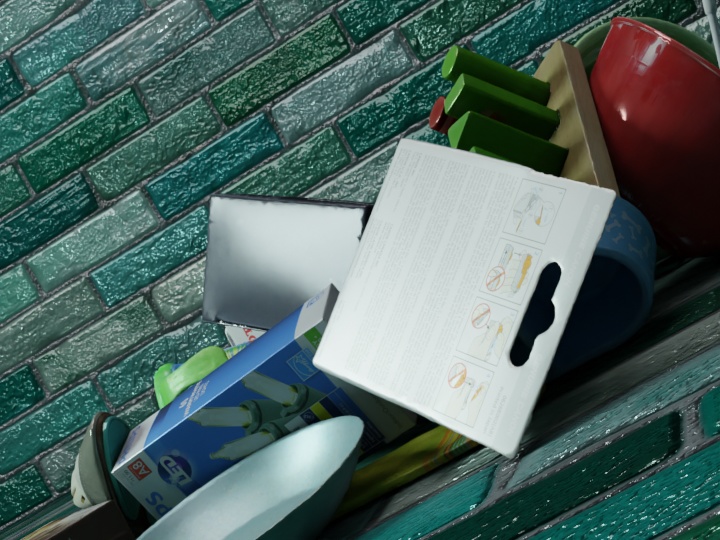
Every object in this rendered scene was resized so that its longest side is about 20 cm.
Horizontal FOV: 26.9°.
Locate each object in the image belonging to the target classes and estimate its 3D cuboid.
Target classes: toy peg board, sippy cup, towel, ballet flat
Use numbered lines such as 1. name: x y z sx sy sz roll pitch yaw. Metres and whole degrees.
1. toy peg board: 0.081 -0.050 1.090 0.200 0.097 0.201 -58 21 34
2. sippy cup: -0.117 0.132 1.491 0.129 0.141 0.178 -27 4 5
3. towel: 0.027 0.123 0.974 0.199 0.018 0.086 -30 0 18
4. ballet flat: -0.186 0.172 1.144 0.063 0.068 0.201 -7 -34 11

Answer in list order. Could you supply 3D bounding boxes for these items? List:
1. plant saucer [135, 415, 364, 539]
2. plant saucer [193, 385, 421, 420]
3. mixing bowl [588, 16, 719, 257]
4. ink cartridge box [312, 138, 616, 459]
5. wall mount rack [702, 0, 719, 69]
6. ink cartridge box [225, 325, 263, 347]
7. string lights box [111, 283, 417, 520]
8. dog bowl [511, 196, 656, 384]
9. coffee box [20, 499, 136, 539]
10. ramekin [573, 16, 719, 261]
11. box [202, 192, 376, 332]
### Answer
1. plant saucer: -0.073 0.163 0.937 0.200 0.039 0.201 -31 8 5
2. plant saucer: -0.031 0.106 1.167 0.198 0.036 0.200 -2 -11 0
3. mixing bowl: 0.230 -0.081 1.105 0.109 0.200 0.200 -51 0 3
4. ink cartridge box: 0.068 0.013 0.910 0.050 0.164 0.199 23 -2 -40
5. wall mount rack: 0.313 -0.138 1.131 0.075 0.173 0.200 -53 -2 7
6. ink cartridge box: -0.023 0.067 1.614 0.199 0.147 0.083 -30 0 15
7. string lights box: -0.066 0.111 1.058 0.199 0.103 0.059 -37 16 20
8. dog bowl: 0.105 0.028 0.992 0.199 0.112 0.050 -30 34 20
9. coffee box: -0.231 0.237 1.101 0.112 0.080 0.200 -29 0 -26
10. ramekin: 0.233 -0.102 1.273 0.199 0.201 0.098 -30 -6 -26
11. box: 0.000 0.000 1.308 0.195 0.119 0.199 7 3 44
